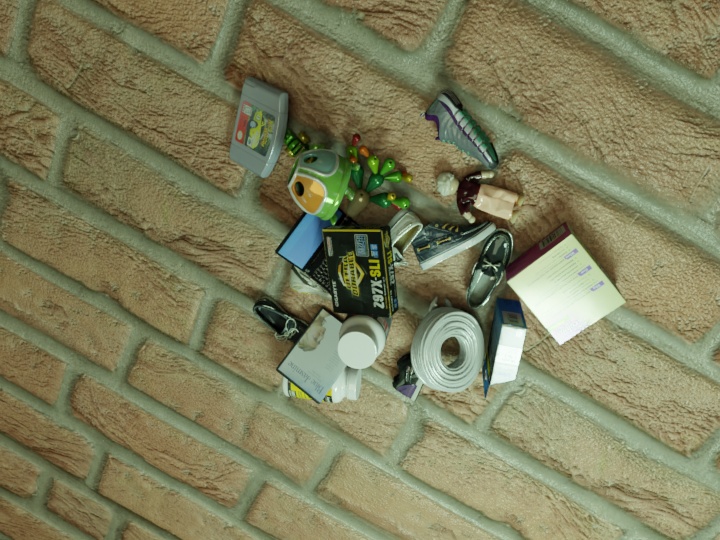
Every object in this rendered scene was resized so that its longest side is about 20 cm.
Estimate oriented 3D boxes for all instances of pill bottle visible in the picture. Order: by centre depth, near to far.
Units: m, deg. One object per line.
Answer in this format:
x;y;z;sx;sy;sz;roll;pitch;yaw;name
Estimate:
0.011;0.145;1.352;0.113;0.200;0.118;4;112;10;pill bottle
-0.100;0.288;1.478;0.195;0.113;0.115;5;112;11;pill bottle

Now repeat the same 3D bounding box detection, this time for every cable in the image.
0.214;0.191;1.347;0.200;0.069;0.202;42;73;-20;cable

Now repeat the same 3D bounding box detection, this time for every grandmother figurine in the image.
0.262;-0.168;1.260;0.196;0.061;0.123;22;81;7;grandmother figurine

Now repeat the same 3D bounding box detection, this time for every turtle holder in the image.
-0.082;-0.207;1.208;0.130;0.189;0.141;22;160;-17;turtle holder

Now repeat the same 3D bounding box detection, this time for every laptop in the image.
-0.066;-0.048;1.318;0.199;0.103;0.178;39;92;5;laptop

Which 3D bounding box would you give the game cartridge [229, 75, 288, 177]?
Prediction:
-0.234;-0.328;1.294;0.132;0.041;0.203;28;115;21;game cartridge

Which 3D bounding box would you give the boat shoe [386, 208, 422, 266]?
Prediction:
0.076;-0.040;1.292;0.203;0.074;0.086;-51;54;11;boat shoe

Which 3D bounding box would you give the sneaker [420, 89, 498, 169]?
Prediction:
0.218;-0.291;1.222;0.087;0.074;0.201;-37;88;32;sneaker

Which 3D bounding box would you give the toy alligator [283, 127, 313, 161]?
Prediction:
-0.155;-0.297;1.301;0.059;0.054;0.200;-41;98;22;toy alligator

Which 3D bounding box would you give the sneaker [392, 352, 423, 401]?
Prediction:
0.139;0.239;1.432;0.086;0.076;0.203;25;114;8;sneaker

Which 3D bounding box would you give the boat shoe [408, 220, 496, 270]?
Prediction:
0.210;-0.085;1.294;0.198;0.071;0.092;-28;91;13;boat shoe

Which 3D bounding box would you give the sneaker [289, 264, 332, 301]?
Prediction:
-0.086;0.020;1.394;0.195;0.076;0.090;9;112;8;sneaker

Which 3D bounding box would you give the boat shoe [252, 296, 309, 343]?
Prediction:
-0.198;0.146;1.473;0.199;0.062;0.075;42;111;-6;boat shoe

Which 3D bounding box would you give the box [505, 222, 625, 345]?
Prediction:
0.460;0.030;1.268;0.175;0.097;0.200;-40;97;22;box

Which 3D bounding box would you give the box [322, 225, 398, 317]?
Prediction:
0.000;0.000;1.268;0.157;0.049;0.205;3;108;29;box

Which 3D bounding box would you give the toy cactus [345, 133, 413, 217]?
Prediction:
0.024;-0.197;1.281;0.199;0.102;0.166;41;117;0;toy cactus

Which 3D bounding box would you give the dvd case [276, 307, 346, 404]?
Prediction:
-0.102;0.215;1.426;0.142;0.018;0.201;35;75;8;dvd case

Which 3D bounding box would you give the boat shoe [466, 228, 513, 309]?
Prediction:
0.300;0.001;1.298;0.074;0.060;0.204;19;120;13;boat shoe

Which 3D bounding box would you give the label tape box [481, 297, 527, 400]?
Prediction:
0.340;0.189;1.329;0.062;0.145;0.204;8;113;6;label tape box
